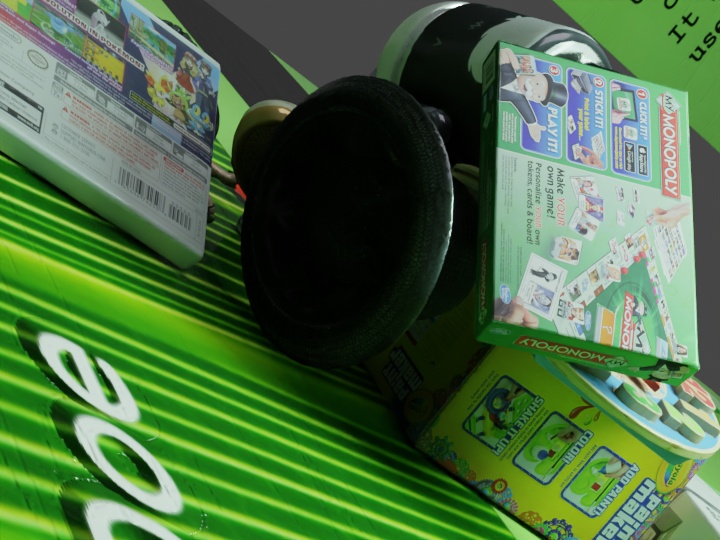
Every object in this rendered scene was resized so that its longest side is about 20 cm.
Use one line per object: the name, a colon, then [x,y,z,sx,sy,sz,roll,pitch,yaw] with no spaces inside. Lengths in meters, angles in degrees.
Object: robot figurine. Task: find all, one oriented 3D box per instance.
robot figurine: [0.098,-0.117,1.188,0.200,0.125,0.150,25,-7,47]

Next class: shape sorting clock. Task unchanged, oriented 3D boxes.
shape sorting clock: [0.155,0.043,1.083,0.200,0.039,0.200,40,17,-15]

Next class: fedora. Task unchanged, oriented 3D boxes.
fedora: [0.011,-0.024,1.065,0.091,0.201,0.201,16,21,-38]

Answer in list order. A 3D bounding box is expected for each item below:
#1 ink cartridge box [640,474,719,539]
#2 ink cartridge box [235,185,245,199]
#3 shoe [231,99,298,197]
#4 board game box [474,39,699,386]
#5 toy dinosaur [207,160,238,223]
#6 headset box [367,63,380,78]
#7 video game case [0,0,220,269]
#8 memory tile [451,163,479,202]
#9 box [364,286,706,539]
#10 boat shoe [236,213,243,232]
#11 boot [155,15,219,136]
ink cartridge box: [0.254,0.220,1.249,0.145,0.084,0.200,37,8,-20]
ink cartridge box: [0.001,-0.050,1.494,0.160,0.047,0.200,42,24,23]
shoe: [-0.049,-0.074,1.206,0.200,0.069,0.054,64,14,-64]
board game box: [0.138,-0.037,1.031,0.134,0.029,0.201,14,58,-15]
toy dinosaur: [-0.135,-0.066,1.194,0.101,0.058,0.200,8,29,-45]
headset box: [0.046,-0.066,1.351,0.148,0.201,0.077,31,40,4]
video game case: [-0.172,-0.118,1.068,0.200,0.023,0.183,35,38,-32]
memory tile: [0.117,-0.030,1.176,0.153,0.017,0.200,29,-3,-6]
box: [0.115,0.082,1.221,0.192,0.122,0.200,35,9,-24]
boat shoe: [0.000,0.000,1.326,0.200,0.070,0.071,39,8,-5]
boot: [-0.169,-0.158,1.373,0.211,0.080,0.158,42,8,19]
